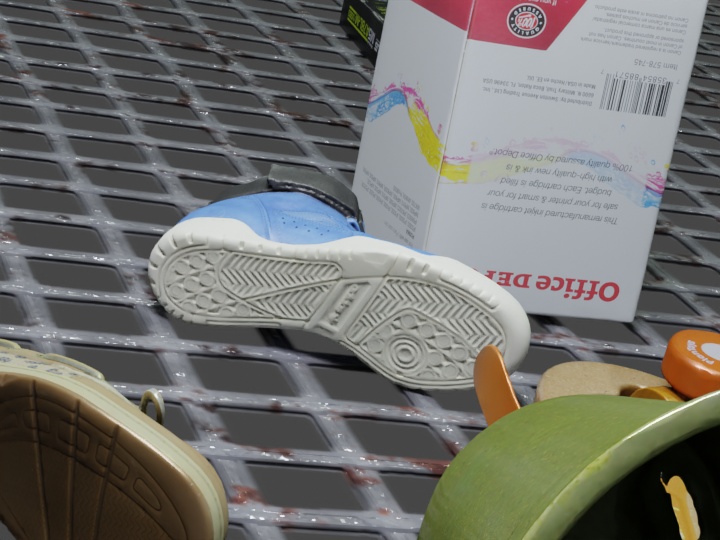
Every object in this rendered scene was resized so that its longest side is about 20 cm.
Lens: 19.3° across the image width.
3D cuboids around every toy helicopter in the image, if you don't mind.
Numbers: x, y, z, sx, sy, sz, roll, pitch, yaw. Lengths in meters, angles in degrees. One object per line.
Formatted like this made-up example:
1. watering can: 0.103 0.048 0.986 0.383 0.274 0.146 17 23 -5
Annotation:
1. toy helicopter: 0.115 0.092 0.904 0.131 0.079 0.200 12 24 -9

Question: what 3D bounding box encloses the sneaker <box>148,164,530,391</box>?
1. sneaker: 0.000 -0.001 1.105 0.198 0.077 0.111 10 25 14

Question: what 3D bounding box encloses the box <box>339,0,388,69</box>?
1. box: 0.096 -0.198 1.855 0.198 0.048 0.193 7 16 -15

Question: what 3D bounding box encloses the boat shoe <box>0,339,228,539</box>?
1. boat shoe: -0.121 0.063 0.827 0.199 0.074 0.062 23 23 32

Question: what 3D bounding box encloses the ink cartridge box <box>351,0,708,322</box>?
1. ink cartridge box: 0.091 -0.088 1.241 0.144 0.202 0.145 6 15 -21

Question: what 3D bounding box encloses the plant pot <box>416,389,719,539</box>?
1. plant pot: 0.096 0.116 0.667 0.198 0.202 0.190 7 5 -16
